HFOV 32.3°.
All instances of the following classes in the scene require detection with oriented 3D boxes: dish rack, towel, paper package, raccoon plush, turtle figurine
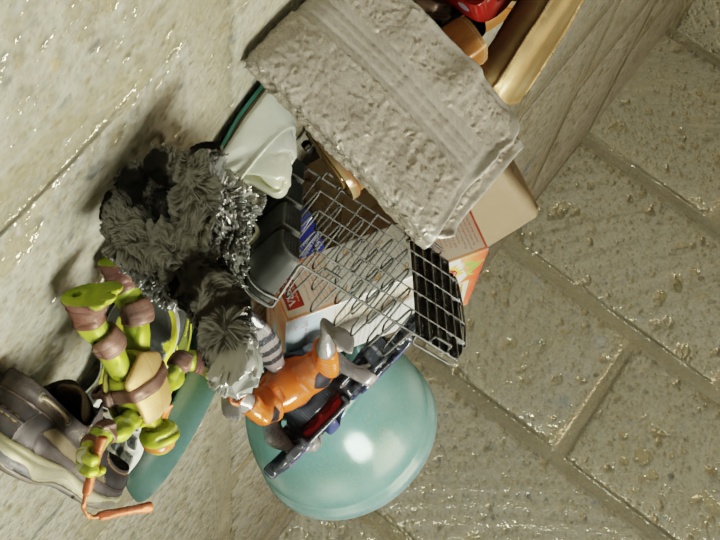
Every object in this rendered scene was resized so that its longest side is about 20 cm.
[{"bbox_3d":[0.000,0.000,1.016,0.055,0.199,0.154,-46,-155,30],"label":"dish rack"},{"bbox_3d":[0.023,-0.126,0.917,0.133,0.200,0.034,-50,-171,-24],"label":"towel"},{"bbox_3d":[0.059,-0.071,1.229,0.189,0.104,0.200,-31,160,11],"label":"paper package"},{"bbox_3d":[-0.102,0.007,0.838,0.096,0.202,0.134,-18,159,14],"label":"raccoon plush"},{"bbox_3d":[-0.156,0.069,0.898,0.200,0.064,0.163,-40,127,-44],"label":"turtle figurine"}]

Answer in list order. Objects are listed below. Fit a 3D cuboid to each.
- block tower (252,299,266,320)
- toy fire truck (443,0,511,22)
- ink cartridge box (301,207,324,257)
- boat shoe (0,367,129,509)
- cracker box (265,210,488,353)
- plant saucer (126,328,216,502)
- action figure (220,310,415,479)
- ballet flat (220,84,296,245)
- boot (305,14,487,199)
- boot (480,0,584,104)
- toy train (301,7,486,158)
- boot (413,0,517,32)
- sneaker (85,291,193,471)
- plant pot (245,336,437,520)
[{"bbox_3d":[-0.118,0.044,1.214,0.054,0.058,0.201,-48,166,-30],"label":"block tower"},{"bbox_3d":[0.116,-0.296,1.069,0.177,0.128,0.200,-53,160,-4],"label":"toy fire truck"},{"bbox_3d":[-0.014,-0.072,1.361,0.197,0.043,0.200,-57,171,14],"label":"ink cartridge box"},{"bbox_3d":[-0.213,0.122,0.910,0.074,0.074,0.200,-60,161,-9],"label":"boat shoe"},{"bbox_3d":[0.011,0.016,1.155,0.198,0.058,0.134,-20,160,-13],"label":"cracker box"},{"bbox_3d":[-0.162,0.105,1.091,0.201,0.027,0.201,-55,-163,25],"label":"plant saucer"},{"bbox_3d":[-0.039,0.078,1.084,0.200,0.105,0.194,-44,168,-7],"label":"action figure"},{"bbox_3d":[-0.093,-0.059,0.958,0.201,0.069,0.069,-54,170,-5],"label":"ballet flat"},{"bbox_3d":[0.033,-0.141,0.992,0.153,0.074,0.201,-26,-153,10],"label":"boot"},{"bbox_3d":[0.176,-0.250,1.087,0.201,0.066,0.175,-60,168,21],"label":"boot"},{"bbox_3d":[0.030,-0.166,1.114,0.199,0.034,0.046,-37,148,6],"label":"toy train"},{"bbox_3d":[0.078,-0.211,1.212,0.200,0.076,0.156,-36,158,-53],"label":"boot"},{"bbox_3d":[-0.181,0.095,1.024,0.201,0.074,0.085,-60,169,28],"label":"sneaker"},{"bbox_3d":[-0.035,0.132,1.258,0.201,0.199,0.135,-51,143,-17],"label":"plant pot"}]
